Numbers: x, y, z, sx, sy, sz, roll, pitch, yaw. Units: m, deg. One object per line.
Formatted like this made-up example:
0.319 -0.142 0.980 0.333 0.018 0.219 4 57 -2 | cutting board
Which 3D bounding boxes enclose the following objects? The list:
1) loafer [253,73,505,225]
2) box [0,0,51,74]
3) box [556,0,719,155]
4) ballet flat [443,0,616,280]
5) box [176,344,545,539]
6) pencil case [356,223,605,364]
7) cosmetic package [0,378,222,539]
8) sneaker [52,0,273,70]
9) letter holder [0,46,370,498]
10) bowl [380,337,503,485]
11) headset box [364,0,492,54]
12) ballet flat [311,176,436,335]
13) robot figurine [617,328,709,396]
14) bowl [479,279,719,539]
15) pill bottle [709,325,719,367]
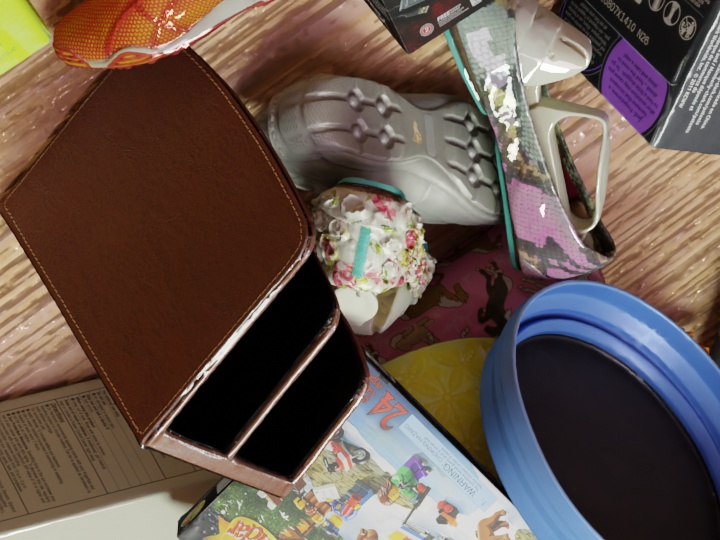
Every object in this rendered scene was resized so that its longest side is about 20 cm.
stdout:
0.017 -0.062 1.547 0.070 0.070 0.200 -15 158 37 | loafer
-0.241 -0.147 1.317 0.122 0.048 0.200 -35 136 -3 | box
0.225 -0.132 1.566 0.200 0.122 0.106 5 122 -35 | box
0.095 -0.087 1.528 0.071 0.069 0.200 -8 114 22 | ballet flat
0.021 0.156 1.505 0.200 0.038 0.137 44 94 -8 | box
0.047 0.042 1.634 0.200 0.083 0.087 -35 108 -1 | pencil case
-0.170 0.124 1.552 0.200 0.104 0.073 -12 132 -22 | cosmetic package
-0.075 -0.154 1.374 0.200 0.073 0.077 -24 104 33 | sneaker
-0.071 -0.012 1.427 0.101 0.200 0.142 25 110 -43 | letter holder
0.044 0.144 1.589 0.200 0.108 0.200 -23 144 -18 | bowl
0.037 -0.228 1.402 0.149 0.077 0.200 -32 138 -4 | headset box
0.000 0.000 1.521 0.076 0.064 0.200 9 171 8 | ballet flat
0.161 0.112 1.688 0.058 0.200 0.145 13 115 8 | robot figurine
0.145 0.099 1.542 0.201 0.201 0.039 15 138 -39 | bowl
0.286 0.021 1.737 0.120 0.120 0.200 -4 128 -29 | pill bottle
